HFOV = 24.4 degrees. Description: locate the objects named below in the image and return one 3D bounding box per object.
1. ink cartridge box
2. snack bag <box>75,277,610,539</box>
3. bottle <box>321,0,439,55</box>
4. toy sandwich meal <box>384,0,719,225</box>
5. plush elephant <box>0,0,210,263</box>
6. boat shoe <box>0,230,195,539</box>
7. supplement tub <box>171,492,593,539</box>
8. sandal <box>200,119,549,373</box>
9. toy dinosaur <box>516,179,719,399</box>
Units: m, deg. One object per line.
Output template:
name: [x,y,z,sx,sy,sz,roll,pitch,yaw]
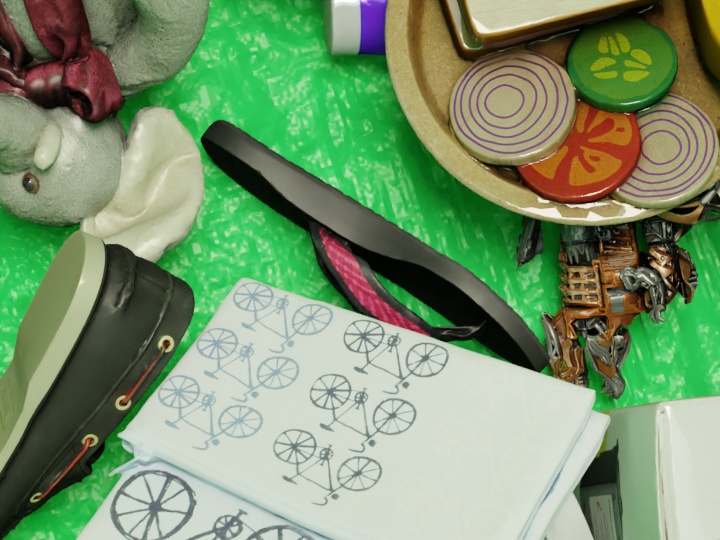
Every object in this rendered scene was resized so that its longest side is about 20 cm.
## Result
ink cartridge box: [0.174,0.096,0.734,0.145,0.200,0.087,-4,83,-7]
snack bag: [-0.025,0.099,0.666,0.187,0.022,0.201,18,56,28]
bottle: [0.080,-0.137,0.824,0.197,0.065,0.085,-4,90,-7]
toy sandwich meal: [0.101,-0.123,0.742,0.202,0.070,0.208,-1,75,3]
plush elephant: [-0.142,-0.091,0.745,0.163,0.200,0.157,13,86,25]
boat shoe: [-0.144,0.076,0.744,0.063,0.074,0.202,24,113,-27]
supplement tub: [-0.005,0.142,0.737,0.198,0.145,0.146,-26,85,-9]
sandal: [0.000,0.000,0.796,0.199,0.075,0.045,33,77,7]
toy dinosaur: [0.148,-0.035,0.796,0.134,0.102,0.202,15,119,7]
